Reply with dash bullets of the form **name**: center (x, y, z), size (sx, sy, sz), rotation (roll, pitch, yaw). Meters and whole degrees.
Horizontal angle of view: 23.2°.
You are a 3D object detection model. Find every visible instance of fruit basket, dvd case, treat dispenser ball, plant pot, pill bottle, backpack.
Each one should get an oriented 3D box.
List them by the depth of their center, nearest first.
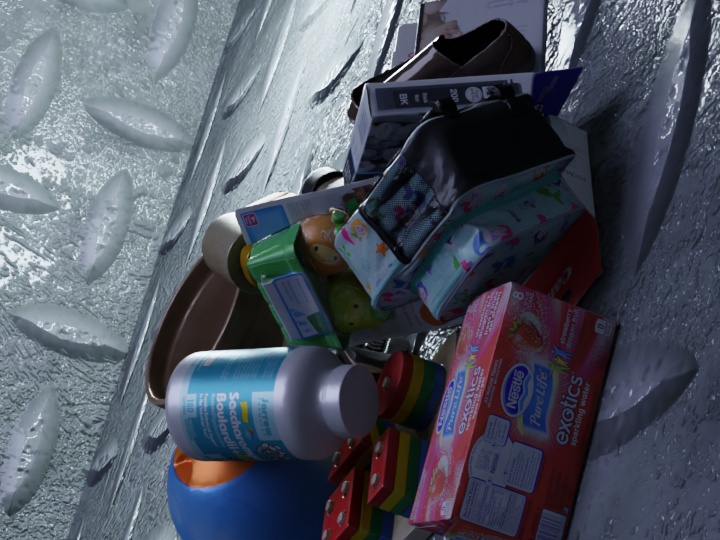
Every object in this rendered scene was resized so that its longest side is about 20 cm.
- **backpack**: center (0.081, -0.044, 1.506), size (0.151, 0.177, 0.200), rotation (58, 137, 12)
- **fruit basket**: center (0.000, 0.000, 1.672), size (0.200, 0.185, 0.094), rotation (-8, 35, 26)
- **pill bottle**: center (-0.083, 0.130, 1.703), size (0.200, 0.111, 0.111), rotation (-5, 58, 33)
- **dvd case**: center (0.123, -0.221, 1.828), size (0.018, 0.142, 0.200), rotation (65, -156, -45)
- **treat dispenser ball**: center (-0.105, 0.229, 1.864), size (0.201, 0.201, 0.201), rotation (-159, 90, -75)
- **plant pot**: center (-0.148, 0.074, 1.929), size (0.201, 0.093, 0.201), rotation (-44, 30, 35)

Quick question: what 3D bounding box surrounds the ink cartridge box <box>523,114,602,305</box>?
- **ink cartridge box**: center (0.154, -0.019, 1.582), size (0.200, 0.050, 0.161), rotation (-84, 21, -50)

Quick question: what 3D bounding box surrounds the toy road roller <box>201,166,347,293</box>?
- **toy road roller**: center (-0.050, -0.008, 1.819), size (0.123, 0.200, 0.146), rotation (29, 139, 62)

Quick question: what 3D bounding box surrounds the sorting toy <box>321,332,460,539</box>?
- **sorting toy**: center (0.028, 0.182, 1.712), size (0.200, 0.070, 0.199), rotation (126, 159, -45)

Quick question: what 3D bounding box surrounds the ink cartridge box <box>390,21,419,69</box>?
- **ink cartridge box**: center (0.092, -0.181, 1.866), size (0.067, 0.116, 0.200), rotation (64, -155, -45)

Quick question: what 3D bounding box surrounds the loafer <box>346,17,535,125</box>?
- **loafer**: center (0.074, -0.205, 1.770), size (0.200, 0.071, 0.073), rotation (-23, 44, 4)

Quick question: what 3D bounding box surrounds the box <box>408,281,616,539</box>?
- **box**: center (0.121, 0.122, 1.404), size (0.095, 0.100, 0.200), rotation (153, 135, -68)

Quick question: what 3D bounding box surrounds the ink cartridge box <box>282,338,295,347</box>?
- **ink cartridge box**: center (-0.084, 0.127, 2.058), size (0.200, 0.084, 0.146), rotation (107, 177, -64)

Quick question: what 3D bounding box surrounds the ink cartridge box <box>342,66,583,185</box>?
- **ink cartridge box**: center (0.092, -0.124, 1.618), size (0.198, 0.200, 0.043), rotation (108, 154, -70)

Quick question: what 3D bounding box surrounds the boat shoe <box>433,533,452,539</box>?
- **boat shoe**: center (0.078, 0.196, 1.528), size (0.073, 0.062, 0.200), rotation (154, 135, -69)

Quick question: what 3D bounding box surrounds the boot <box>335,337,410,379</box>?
- **boot**: center (-0.004, 0.125, 1.918), size (0.200, 0.077, 0.139), rotation (-77, 6, -79)
